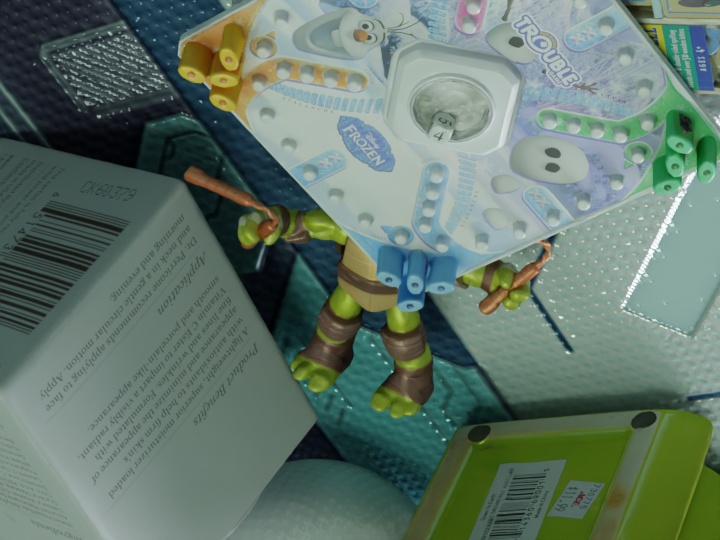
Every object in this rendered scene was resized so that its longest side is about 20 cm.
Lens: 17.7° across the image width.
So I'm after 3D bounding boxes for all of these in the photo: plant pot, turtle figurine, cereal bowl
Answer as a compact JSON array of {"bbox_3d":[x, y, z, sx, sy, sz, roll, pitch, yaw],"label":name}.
[{"bbox_3d":[0.124,0.195,1.331,0.199,0.200,0.182,-6,126,32],"label":"plant pot"},{"bbox_3d":[0.000,0.000,1.268,0.200,0.064,0.161,10,134,2],"label":"turtle figurine"},{"bbox_3d":[-0.027,0.222,1.418,0.200,0.200,0.083,51,171,-30],"label":"cereal bowl"}]

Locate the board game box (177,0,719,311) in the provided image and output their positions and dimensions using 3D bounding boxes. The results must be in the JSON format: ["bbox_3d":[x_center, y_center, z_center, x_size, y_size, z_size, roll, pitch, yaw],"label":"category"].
[{"bbox_3d":[0.044,-0.078,1.120,0.200,0.026,0.200,-24,125,29],"label":"board game box"}]

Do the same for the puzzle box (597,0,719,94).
[{"bbox_3d":[0.130,-0.163,1.057,0.133,0.025,0.200,4,137,22],"label":"puzzle box"}]

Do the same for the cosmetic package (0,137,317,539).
[{"bbox_3d":[-0.161,0.059,1.307,0.165,0.165,0.200,14,143,40],"label":"cosmetic package"}]

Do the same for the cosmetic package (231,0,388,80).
[{"bbox_3d":[-0.017,-0.177,1.093,0.082,0.051,0.200,16,140,10],"label":"cosmetic package"}]
